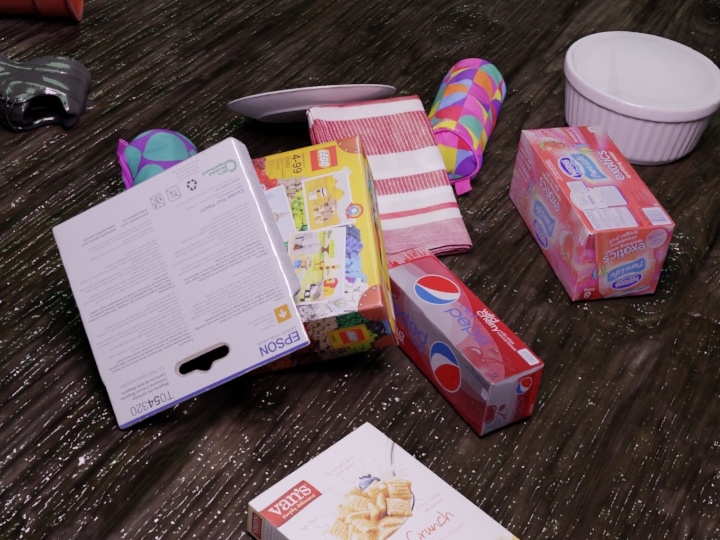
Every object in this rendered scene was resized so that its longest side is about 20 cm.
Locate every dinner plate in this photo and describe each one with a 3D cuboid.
[{"bbox_3d":[-0.056,-0.194,1.430,0.199,0.024,0.200,-6,0,0],"label":"dinner plate"}]

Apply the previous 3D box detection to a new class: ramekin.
[{"bbox_3d":[0.349,-0.215,1.539,0.201,0.095,0.203,5,38,-4],"label":"ramekin"}]

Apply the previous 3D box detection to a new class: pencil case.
[{"bbox_3d":[-0.203,-0.058,1.227,0.092,0.085,0.200,11,36,-18],"label":"pencil case"},{"bbox_3d":[0.122,-0.178,1.468,0.088,0.089,0.200,14,40,9],"label":"pencil case"}]

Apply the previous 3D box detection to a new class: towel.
[{"bbox_3d":[0.029,-0.102,1.335,0.143,0.023,0.201,-8,66,-19],"label":"towel"}]

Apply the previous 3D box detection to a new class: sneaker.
[{"bbox_3d":[-0.418,-0.208,1.427,0.199,0.076,0.091,-1,47,-5],"label":"sneaker"}]

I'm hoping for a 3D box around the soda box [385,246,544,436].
[{"bbox_3d":[0.086,0.062,1.161,0.063,0.070,0.200,-17,44,-27],"label":"soda box"}]

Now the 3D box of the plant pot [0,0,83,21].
[{"bbox_3d":[-0.480,-0.421,1.604,0.194,0.202,0.201,-6,39,-3],"label":"plant pot"}]

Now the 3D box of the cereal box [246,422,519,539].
[{"bbox_3d":[0.026,0.219,0.976,0.200,0.040,0.144,34,45,30],"label":"cereal box"}]

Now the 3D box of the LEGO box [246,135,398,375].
[{"bbox_3d":[-0.053,-0.015,1.158,0.148,0.077,0.201,-13,55,6],"label":"LEGO box"}]

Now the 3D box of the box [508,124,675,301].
[{"bbox_3d":[0.246,-0.066,1.331,0.102,0.095,0.200,-5,39,-15],"label":"box"}]

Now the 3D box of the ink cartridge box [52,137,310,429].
[{"bbox_3d":[-0.158,0.013,1.085,0.196,0.043,0.201,-24,79,13],"label":"ink cartridge box"}]
